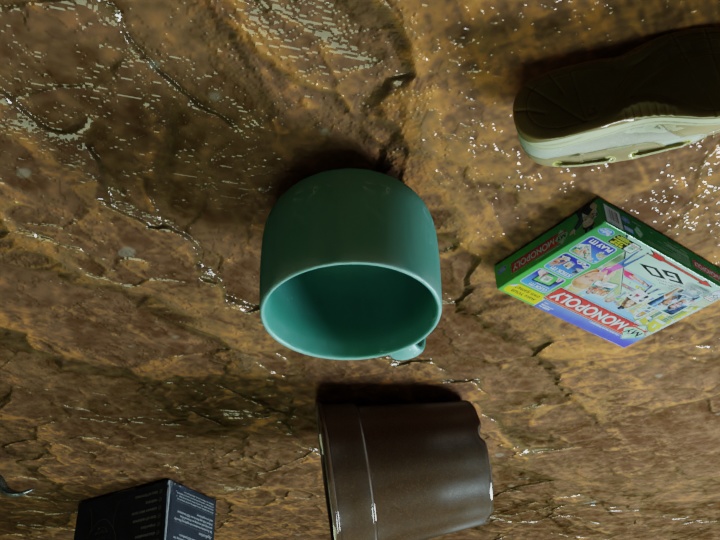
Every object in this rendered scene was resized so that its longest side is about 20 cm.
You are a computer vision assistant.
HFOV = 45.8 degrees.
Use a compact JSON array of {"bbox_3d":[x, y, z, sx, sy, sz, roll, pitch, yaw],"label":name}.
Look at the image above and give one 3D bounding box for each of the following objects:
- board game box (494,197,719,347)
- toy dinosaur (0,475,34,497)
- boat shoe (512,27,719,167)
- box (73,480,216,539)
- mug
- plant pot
[{"bbox_3d":[0.247,0.010,0.835,0.198,0.030,0.134,22,138,-31],"label":"board game box"},{"bbox_3d":[-0.548,0.273,1.168,0.197,0.078,0.102,6,158,-20],"label":"toy dinosaur"},{"bbox_3d":[0.209,-0.120,0.614,0.196,0.075,0.066,-6,159,10],"label":"boat shoe"},{"bbox_3d":[-0.338,0.453,1.314,0.197,0.199,0.124,-18,143,24],"label":"box"},{"bbox_3d":[-0.010,-0.003,0.727,0.149,0.116,0.186,1,147,-4],"label":"mug"},{"bbox_3d":[0.051,0.247,1.049,0.195,0.203,0.201,-8,147,-6],"label":"plant pot"}]
